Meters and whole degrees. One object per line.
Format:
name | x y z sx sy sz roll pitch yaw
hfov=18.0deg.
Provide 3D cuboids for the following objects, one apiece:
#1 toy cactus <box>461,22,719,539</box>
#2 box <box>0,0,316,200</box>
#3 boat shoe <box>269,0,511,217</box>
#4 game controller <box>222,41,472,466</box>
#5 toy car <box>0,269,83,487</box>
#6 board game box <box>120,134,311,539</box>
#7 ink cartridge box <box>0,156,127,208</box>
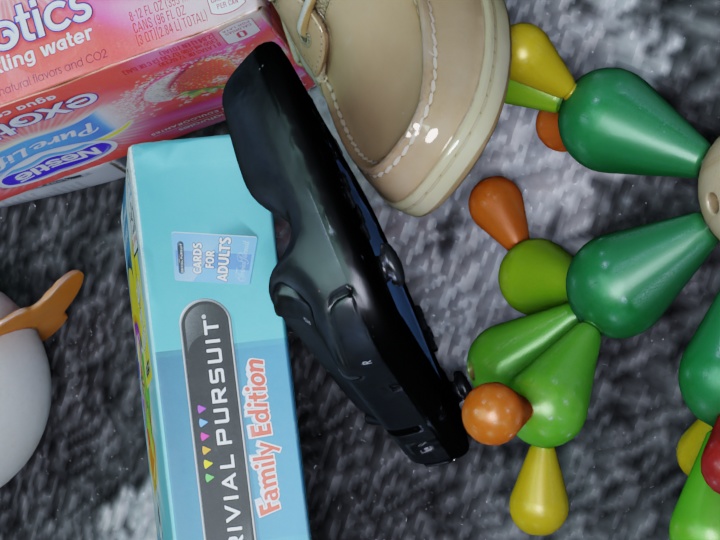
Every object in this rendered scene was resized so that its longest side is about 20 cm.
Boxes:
toy cactus | 0.094 -0.012 0.715 0.165 0.102 0.200 -32 59 22
box | -0.130 -0.092 0.832 0.199 0.095 0.103 -20 75 7
boat shoe | -0.004 -0.093 0.748 0.071 0.064 0.200 -51 32 25
game controller | 0.000 0.000 0.724 0.042 0.200 0.105 -15 73 5
toy car | -0.188 0.061 0.916 0.200 0.177 0.185 -30 83 4
board game box | -0.050 0.065 0.788 0.151 0.047 0.201 131 133 -80
ink cartridge box | -0.206 -0.112 0.922 0.199 0.041 0.200 -14 80 9
